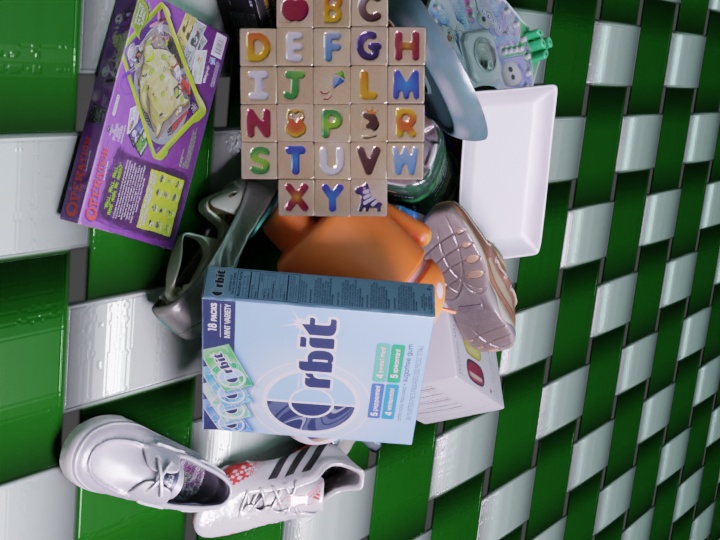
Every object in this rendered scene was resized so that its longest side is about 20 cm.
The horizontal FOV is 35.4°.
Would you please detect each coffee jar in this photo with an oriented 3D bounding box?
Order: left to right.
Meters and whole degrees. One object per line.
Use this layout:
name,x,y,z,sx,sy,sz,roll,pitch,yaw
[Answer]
coffee jar,0.048,-0.112,1.207,0.200,0.104,0.086,31,76,-76

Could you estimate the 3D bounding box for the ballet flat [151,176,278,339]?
ballet flat,-0.132,-0.033,1.052,0.064,0.067,0.201,34,68,-24

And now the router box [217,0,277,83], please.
router box,-0.055,-0.224,1.099,0.157,0.052,0.201,-47,137,-37

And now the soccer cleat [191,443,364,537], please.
soccer cleat,-0.084,0.233,1.184,0.199,0.085,0.069,-15,115,-41

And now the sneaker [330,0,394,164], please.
sneaker,0.001,-0.180,1.051,0.079,0.078,0.201,-24,106,-52

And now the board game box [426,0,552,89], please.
board game box,0.148,-0.254,1.329,0.200,0.026,0.201,38,57,-35

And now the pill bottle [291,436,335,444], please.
pill bottle,-0.074,0.087,1.135,0.112,0.111,0.200,-62,145,-19

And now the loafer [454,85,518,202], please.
loafer,0.147,-0.106,1.281,0.073,0.071,0.201,-17,123,-8

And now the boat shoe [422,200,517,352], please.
boat shoe,0.119,-0.001,1.217,0.201,0.075,0.072,65,34,-37

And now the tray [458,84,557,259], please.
tray,0.153,-0.105,1.228,0.107,0.022,0.201,-8,118,-18

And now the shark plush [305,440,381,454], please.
shark plush,-0.029,0.133,1.266,0.083,0.091,0.201,-10,119,-22

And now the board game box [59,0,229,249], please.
board game box,-0.182,-0.127,0.969,0.120,0.032,0.201,20,85,-61

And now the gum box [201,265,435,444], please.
gum box,-0.042,0.080,1.014,0.045,0.198,0.171,-87,-177,-48

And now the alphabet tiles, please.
alphabet tiles,-0.025,-0.148,1.004,0.006,0.165,0.202,-64,154,-80

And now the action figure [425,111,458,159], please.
action figure,0.085,-0.160,1.335,0.200,0.099,0.065,45,66,-28

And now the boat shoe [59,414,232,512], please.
boat shoe,-0.190,0.187,1.038,0.200,0.068,0.072,43,66,-54

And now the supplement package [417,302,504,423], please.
supplement package,0.086,0.103,1.327,0.200,0.109,0.115,35,44,-63

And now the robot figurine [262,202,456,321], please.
robot figurine,0.001,-0.001,1.081,0.117,0.200,0.144,-43,-173,22

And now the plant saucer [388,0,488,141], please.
plant saucer,0.059,-0.207,1.105,0.027,0.200,0.200,-32,137,-2

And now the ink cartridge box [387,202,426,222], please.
ink cartridge box,0.038,-0.031,1.253,0.200,0.116,0.068,17,87,-56
